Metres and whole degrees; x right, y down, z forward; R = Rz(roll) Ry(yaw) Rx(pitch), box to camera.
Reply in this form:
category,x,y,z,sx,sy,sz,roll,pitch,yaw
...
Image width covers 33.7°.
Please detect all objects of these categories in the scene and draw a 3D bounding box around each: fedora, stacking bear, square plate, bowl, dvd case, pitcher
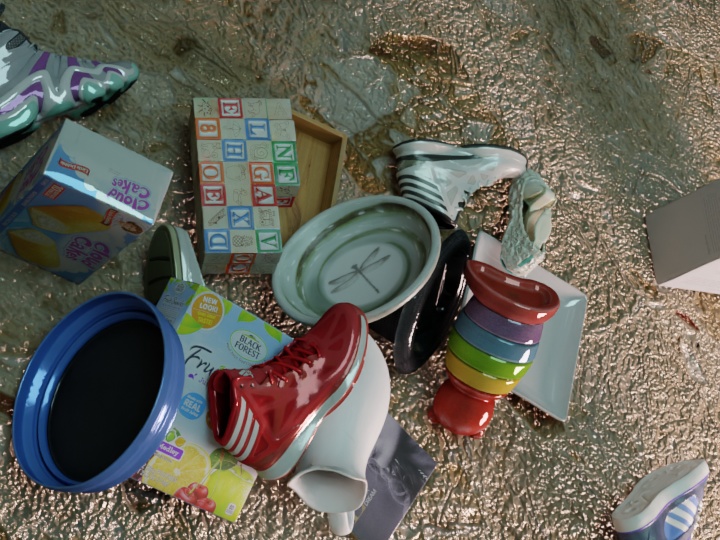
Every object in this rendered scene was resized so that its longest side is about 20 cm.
category,x,y,z,sx,sy,sz,roll,pitch,yaw
fedora,0.058,0.026,1.434,0.092,0.201,0.201,21,53,18
stacking bear,0.150,0.108,1.439,0.121,0.200,0.114,19,19,-8
square plate,0.208,0.076,1.577,0.200,0.028,0.198,30,58,-22
bowl,-0.251,0.119,1.146,0.039,0.201,0.201,38,52,-46
dvd case,-0.013,0.211,1.381,0.200,0.016,0.149,46,54,-11
pitcher,-0.027,0.175,1.309,0.121,0.172,0.200,-2,51,5

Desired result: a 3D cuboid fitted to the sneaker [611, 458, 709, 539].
category,x,y,z,sx,sy,sz,roll,pitch,yaw
sneaker,0.420,0.355,1.592,0.200,0.081,0.147,-26,96,-41

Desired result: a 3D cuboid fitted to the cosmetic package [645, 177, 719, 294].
category,x,y,z,sx,sy,sz,roll,pitch,yaw
cosmetic package,0.571,-0.052,1.766,0.199,0.200,0.123,8,66,-33

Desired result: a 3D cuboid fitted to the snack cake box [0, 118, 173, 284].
category,x,y,z,sx,sy,sz,roll,pitch,yaw
snack cake box,-0.285,-0.063,1.182,0.115,0.200,0.067,27,60,-23

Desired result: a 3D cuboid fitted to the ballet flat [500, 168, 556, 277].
category,x,y,z,sx,sy,sz,roll,pitch,yaw
ballet flat,0.237,-0.074,1.609,0.072,0.072,0.200,33,45,-20

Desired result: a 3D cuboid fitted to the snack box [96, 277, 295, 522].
category,x,y,z,sx,sy,sz,roll,pitch,yaw
snack box,-0.161,0.133,1.217,0.169,0.068,0.200,33,75,-37

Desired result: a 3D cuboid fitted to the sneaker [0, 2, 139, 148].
category,x,y,z,sx,sy,sz,roll,pitch,yaw
sneaker,-0.345,-0.228,1.282,0.200,0.078,0.140,-30,91,-39

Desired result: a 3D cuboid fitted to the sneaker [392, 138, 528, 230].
category,x,y,z,sx,sy,sz,roll,pitch,yaw
sneaker,0.135,-0.107,1.581,0.200,0.076,0.115,2,80,-26

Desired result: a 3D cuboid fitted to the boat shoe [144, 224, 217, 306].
category,x,y,z,sx,sy,sz,roll,pitch,yaw
boat shoe,-0.185,0.049,1.294,0.068,0.075,0.200,-4,85,-37

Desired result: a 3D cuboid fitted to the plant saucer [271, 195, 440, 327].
category,x,y,z,sx,sy,sz,roll,pitch,yaw
plant saucer,0.000,0.000,1.341,0.200,0.200,0.050,-62,142,-33

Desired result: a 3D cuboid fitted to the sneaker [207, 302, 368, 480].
category,x,y,z,sx,sy,sz,roll,pitch,yaw
sneaker,-0.075,0.102,1.190,0.116,0.078,0.200,40,71,-39

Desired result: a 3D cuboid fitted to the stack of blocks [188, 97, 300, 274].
category,x,y,z,sx,sy,sz,roll,pitch,yaw
stack of blocks,-0.131,-0.098,1.356,0.115,0.059,0.200,-1,65,-14

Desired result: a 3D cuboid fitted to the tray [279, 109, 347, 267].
category,x,y,z,sx,sy,sz,roll,pitch,yaw
tray,-0.079,-0.092,1.440,0.099,0.037,0.200,22,62,-26
